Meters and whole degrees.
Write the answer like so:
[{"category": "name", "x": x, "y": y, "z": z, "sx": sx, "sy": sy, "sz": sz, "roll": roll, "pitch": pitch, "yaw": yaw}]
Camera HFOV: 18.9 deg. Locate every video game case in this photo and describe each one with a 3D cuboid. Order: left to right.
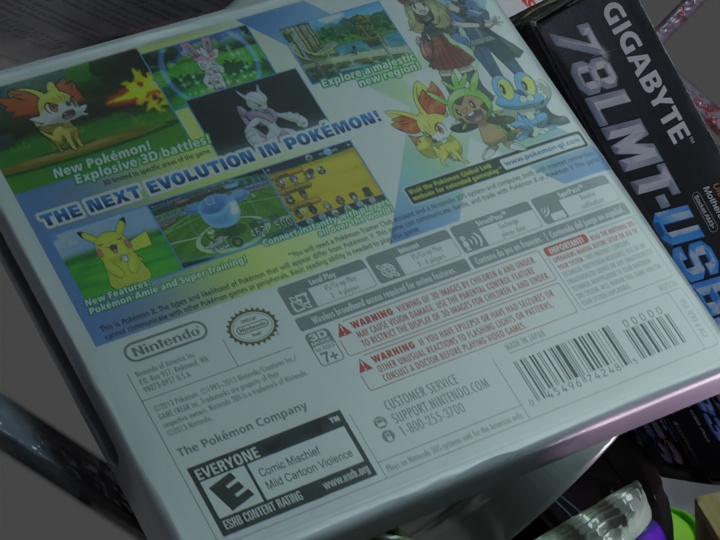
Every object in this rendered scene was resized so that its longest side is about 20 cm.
[{"category": "video game case", "x": -0.007, "y": -0.008, "z": 0.677, "sx": 0.183, "sy": 0.199, "sz": 0.022, "roll": 59, "pitch": -30, "yaw": 23}]

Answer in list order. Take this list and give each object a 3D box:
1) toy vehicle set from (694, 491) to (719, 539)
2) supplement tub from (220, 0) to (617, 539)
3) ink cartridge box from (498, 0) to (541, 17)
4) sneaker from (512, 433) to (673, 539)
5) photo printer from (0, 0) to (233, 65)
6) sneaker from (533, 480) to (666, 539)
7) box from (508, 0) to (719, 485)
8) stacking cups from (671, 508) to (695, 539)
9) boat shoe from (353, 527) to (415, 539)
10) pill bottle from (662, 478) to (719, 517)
[{"category": "toy vehicle set", "x": 0.185, "y": 0.196, "z": 0.893, "sx": 0.200, "sy": 0.026, "sz": 0.125, "roll": -114, "pitch": -166, "yaw": -59}, {"category": "supplement tub", "x": 0.000, "y": 0.000, "z": 0.790, "sx": 0.200, "sy": 0.132, "sz": 0.132, "roll": 47, "pitch": 11, "yaw": -3}, {"category": "ink cartridge box", "x": 0.058, "y": -0.049, "z": 1.069, "sx": 0.146, "sy": 0.084, "sz": 0.201, "roll": 36, "pitch": 46, "yaw": -47}, {"category": "sneaker", "x": 0.106, "y": 0.155, "z": 0.862, "sx": 0.079, "sy": 0.075, "sz": 0.200, "roll": -10, "pitch": 60, "yaw": -40}, {"category": "photo printer", "x": -0.077, "y": -0.138, "z": 0.814, "sx": 0.166, "sy": 0.199, "sz": 0.070, "roll": 17, "pitch": 63, "yaw": -67}, {"category": "sneaker", "x": 0.085, "y": 0.134, "z": 0.724, "sx": 0.100, "sy": 0.069, "sz": 0.200, "roll": 61, "pitch": -2, "yaw": 11}, {"category": "box", "x": 0.100, "y": -0.010, "z": 0.867, "sx": 0.201, "sy": 0.050, "sz": 0.198, "roll": 60, "pitch": -15, "yaw": -5}, {"category": "stacking cups", "x": 0.101, "y": 0.111, "z": 0.983, "sx": 0.200, "sy": 0.061, "sz": 0.061, "roll": 36, "pitch": 15, "yaw": -35}, {"category": "boat shoe", "x": 0.020, "y": 0.118, "z": 0.625, "sx": 0.073, "sy": 0.063, "sz": 0.201, "roll": 41, "pitch": 13, "yaw": -29}, {"category": "pill bottle", "x": 0.246, "y": 0.162, "z": 1.202, "sx": 0.200, "sy": 0.112, "sz": 0.112, "roll": 42, "pitch": 12, "yaw": -27}]
